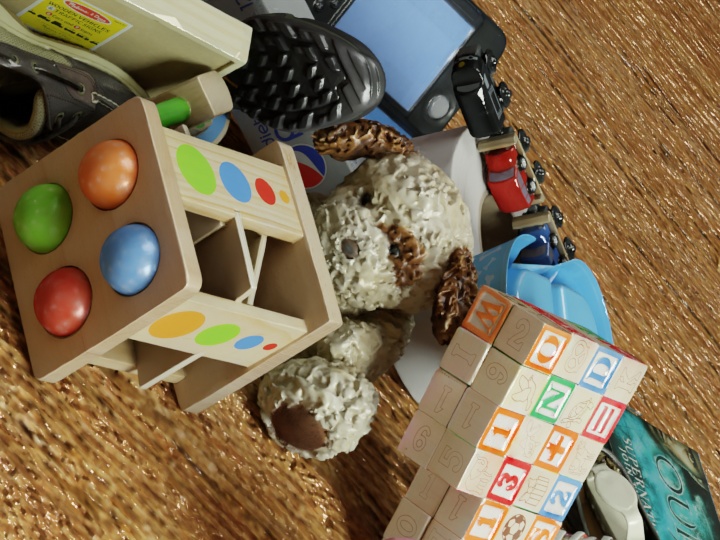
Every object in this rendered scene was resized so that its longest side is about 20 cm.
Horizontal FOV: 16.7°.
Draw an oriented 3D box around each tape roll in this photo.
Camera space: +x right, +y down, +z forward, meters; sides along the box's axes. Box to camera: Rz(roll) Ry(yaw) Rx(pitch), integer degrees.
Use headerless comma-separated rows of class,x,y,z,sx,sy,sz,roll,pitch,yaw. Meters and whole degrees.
tape roll,0.072,0.001,1.734,0.202,0.070,0.204,-13,90,-69

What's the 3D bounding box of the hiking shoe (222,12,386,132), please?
hiking shoe,-0.046,-0.136,1.582,0.100,0.199,0.076,-19,111,-43

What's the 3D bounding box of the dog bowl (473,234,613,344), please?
dog bowl,0.115,0.043,1.655,0.200,0.049,0.112,21,62,-62

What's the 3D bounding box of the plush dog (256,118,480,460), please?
plush dog,0.000,0.000,1.577,0.201,0.172,0.160,58,26,14

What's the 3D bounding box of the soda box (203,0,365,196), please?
soda box,-0.046,-0.114,1.721,0.201,0.063,0.068,62,25,-13

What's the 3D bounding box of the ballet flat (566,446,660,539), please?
ballet flat,0.191,0.209,1.747,0.068,0.069,0.201,-17,57,-15

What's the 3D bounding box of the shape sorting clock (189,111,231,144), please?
shape sorting clock,-0.162,-0.162,1.668,0.200,0.039,0.200,39,28,-26

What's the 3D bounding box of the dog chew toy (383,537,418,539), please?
dog chew toy,0.040,0.255,1.394,0.201,0.124,0.124,60,26,-2

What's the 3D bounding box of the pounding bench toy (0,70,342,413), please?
pounding bench toy,-0.128,-0.040,1.448,0.156,0.124,0.201,17,49,-50

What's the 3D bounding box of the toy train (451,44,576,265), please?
toy train,0.108,-0.066,1.717,0.201,0.034,0.046,65,28,-29

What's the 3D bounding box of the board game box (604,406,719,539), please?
board game box,0.235,0.198,1.884,0.135,0.028,0.201,31,33,-37

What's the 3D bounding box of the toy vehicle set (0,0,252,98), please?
toy vehicle set,-0.181,-0.158,1.509,0.199,0.124,0.027,26,59,-33

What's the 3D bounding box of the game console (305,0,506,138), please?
game console,0.033,-0.143,1.866,0.200,0.171,0.118,38,2,-43

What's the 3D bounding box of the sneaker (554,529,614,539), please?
sneaker,0.141,0.198,1.656,0.200,0.090,0.075,43,27,-19

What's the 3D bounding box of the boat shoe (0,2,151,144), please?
boat shoe,-0.205,-0.108,1.502,0.201,0.072,0.066,32,45,-41

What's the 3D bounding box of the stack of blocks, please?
stack of blocks,0.081,0.121,1.527,0.115,0.201,0.058,21,9,-47
